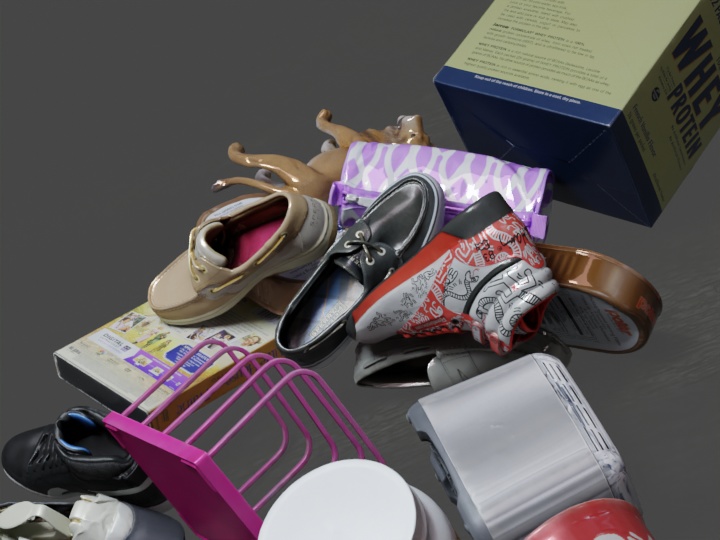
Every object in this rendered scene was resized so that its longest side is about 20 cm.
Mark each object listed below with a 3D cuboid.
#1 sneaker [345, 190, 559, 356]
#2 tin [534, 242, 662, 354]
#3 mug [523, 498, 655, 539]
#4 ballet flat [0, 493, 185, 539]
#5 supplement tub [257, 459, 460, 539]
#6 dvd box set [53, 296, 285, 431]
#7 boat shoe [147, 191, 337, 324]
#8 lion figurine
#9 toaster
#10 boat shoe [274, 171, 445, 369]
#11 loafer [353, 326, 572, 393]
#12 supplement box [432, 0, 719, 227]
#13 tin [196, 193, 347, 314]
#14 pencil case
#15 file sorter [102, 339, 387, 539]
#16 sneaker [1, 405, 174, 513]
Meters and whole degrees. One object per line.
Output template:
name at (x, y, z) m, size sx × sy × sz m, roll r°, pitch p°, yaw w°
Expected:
sneaker at (0.075, 0.034, 1.551) m, size 0.067 × 0.108 × 0.201 m, roll -26°, pitch -13°, yaw -50°
tin at (0.152, 0.021, 1.592) m, size 0.199 × 0.112 × 0.042 m, roll 8°, pitch 65°, yaw 34°
mug at (0.178, 0.286, 1.330) m, size 0.177 × 0.134 × 0.200 m, roll -31°, pitch 48°, yaw -9°
ballet flat at (-0.248, 0.225, 1.654) m, size 0.198 × 0.073 × 0.073 m, roll -3°, pitch 50°, yaw 26°
supplement tub at (0.018, 0.243, 1.399) m, size 0.143 × 0.201 × 0.145 m, roll -15°, pitch 45°, yaw 16°
dvd box set at (-0.152, 0.065, 1.717) m, size 0.199 × 0.030 × 0.146 m, roll -30°, pitch 38°, yaw -33°
boat shoe at (-0.116, -0.018, 1.672) m, size 0.199 × 0.069 × 0.074 m, roll -29°, pitch 54°, yaw 25°
lion figurine at (-0.028, -0.092, 1.786) m, size 0.199 × 0.073 × 0.122 m, roll -30°, pitch 46°, yaw -30°
toaster at (0.129, 0.157, 1.480) m, size 0.128 × 0.114 × 0.200 m, roll -28°, pitch 42°, yaw -1°
boat shoe at (0.000, 0.000, 1.631) m, size 0.068 × 0.057 × 0.201 m, roll 37°, pitch 93°, yaw 21°
loafer at (0.083, 0.077, 1.614) m, size 0.199 × 0.070 × 0.070 m, roll 0°, pitch 58°, yaw 36°
supplement box at (0.213, -0.175, 1.716) m, size 0.199 × 0.135 × 0.200 m, roll 19°, pitch 62°, yaw 38°
tin at (-0.070, -0.016, 1.758) m, size 0.112 × 0.042 × 0.199 m, roll -30°, pitch 39°, yaw -30°
pencil case at (0.073, -0.065, 1.695) m, size 0.198 × 0.085 × 0.085 m, roll 7°, pitch 11°, yaw 13°
file sorter at (-0.088, 0.144, 1.546) m, size 0.125 × 0.139 × 0.200 m, roll -44°, pitch 23°, yaw -17°
sneaker at (-0.254, 0.151, 1.686) m, size 0.199 × 0.112 × 0.074 m, roll 5°, pitch 62°, yaw 31°
